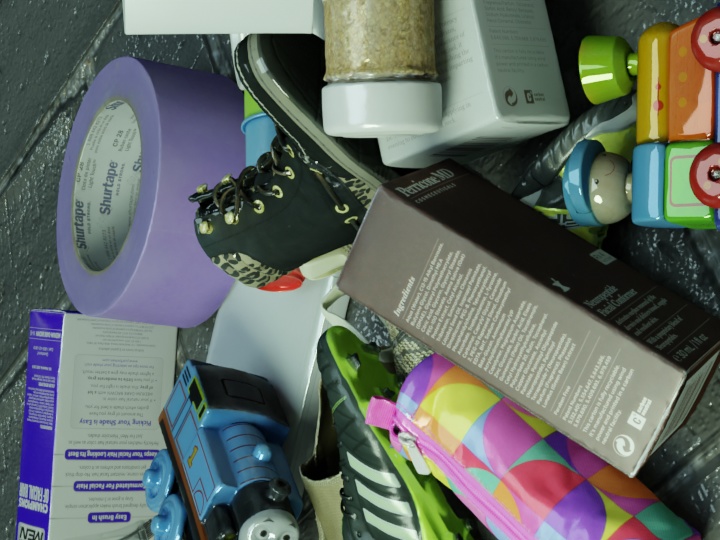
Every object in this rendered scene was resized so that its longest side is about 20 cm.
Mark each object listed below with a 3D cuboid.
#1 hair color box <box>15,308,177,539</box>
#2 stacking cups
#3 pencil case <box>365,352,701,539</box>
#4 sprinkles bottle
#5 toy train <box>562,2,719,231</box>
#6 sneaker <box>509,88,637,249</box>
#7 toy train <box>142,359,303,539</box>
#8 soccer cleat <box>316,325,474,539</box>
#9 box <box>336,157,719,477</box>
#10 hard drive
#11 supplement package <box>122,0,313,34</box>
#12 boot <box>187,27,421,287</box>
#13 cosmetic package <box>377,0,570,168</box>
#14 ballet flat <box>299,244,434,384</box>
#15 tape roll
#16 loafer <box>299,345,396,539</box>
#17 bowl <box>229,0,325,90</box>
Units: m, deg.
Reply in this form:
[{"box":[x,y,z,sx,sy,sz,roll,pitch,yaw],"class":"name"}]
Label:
[{"box":[-0.212,0.135,1.435,0.065,0.109,0.202,0,86,51],"class":"hair color box"},{"box":[-0.055,-0.086,1.284,0.060,0.060,0.202,-25,62,48],"class":"stacking cups"},{"box":[0.099,0.125,1.026,0.200,0.088,0.089,38,116,28],"class":"pencil case"},{"box":[0.009,-0.176,0.998,0.068,0.068,0.202,1,94,52],"class":"sprinkles bottle"},{"box":[0.170,-0.119,0.971,0.115,0.084,0.202,-1,85,32],"class":"toy train"},{"box":[0.122,-0.021,1.073,0.076,0.075,0.201,40,119,13],"class":"sneaker"},{"box":[-0.092,0.155,1.235,0.115,0.086,0.200,-64,28,23],"class":"toy train"},{"box":[0.012,0.134,1.135,0.081,0.067,0.201,-27,90,25],"class":"soccer cleat"},{"box":[0.098,0.021,0.998,0.199,0.100,0.075,30,114,17],"class":"box"},{"box":[-0.068,0.063,1.325,0.132,0.026,0.202,27,108,49],"class":"hard drive"},{"box":[-0.087,-0.235,1.042,0.201,0.112,0.110,-99,11,-51],"class":"supplement package"},{"box":[-0.053,-0.061,1.105,0.153,0.203,0.074,-21,53,27],"class":"boot"},{"box":[0.048,-0.170,1.058,0.101,0.074,0.202,-17,80,45],"class":"cosmetic package"},{"box":[0.000,0.000,1.203,0.075,0.068,0.201,-35,54,2],"class":"ballet flat"},{"box":[-0.161,-0.060,1.389,0.199,0.084,0.202,-22,63,55],"class":"tape roll"},{"box":[-0.006,0.151,1.205,0.076,0.067,0.202,-6,82,51],"class":"loafer"},{"box":[-0.042,-0.173,1.193,0.201,0.089,0.203,174,90,-84],"class":"bowl"}]
